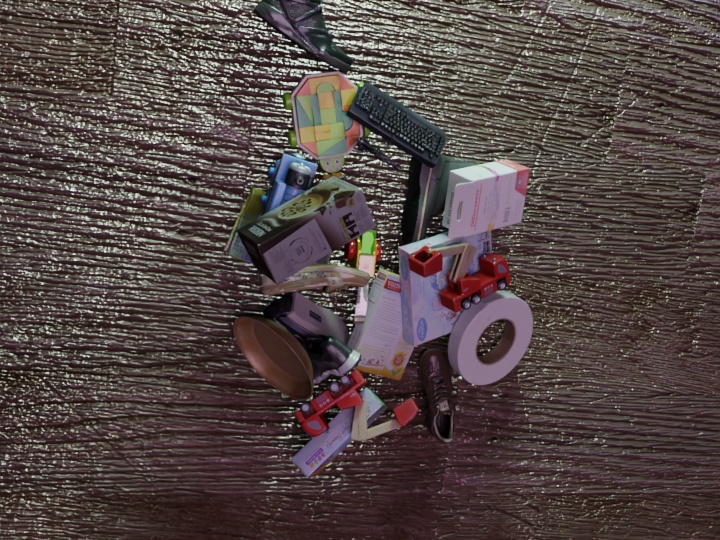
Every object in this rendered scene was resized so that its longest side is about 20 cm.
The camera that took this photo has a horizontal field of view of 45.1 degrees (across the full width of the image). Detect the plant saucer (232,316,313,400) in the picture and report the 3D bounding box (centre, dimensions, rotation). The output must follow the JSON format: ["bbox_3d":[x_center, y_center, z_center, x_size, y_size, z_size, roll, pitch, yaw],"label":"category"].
[{"bbox_3d":[-0.154,0.155,1.615,0.035,0.200,0.201,-43,113,-31],"label":"plant saucer"}]

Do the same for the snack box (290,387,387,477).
[{"bbox_3d":[-0.038,0.318,1.701,0.200,0.142,0.053,-44,80,-3],"label":"snack box"}]

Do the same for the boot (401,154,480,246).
[{"bbox_3d":[0.161,-0.127,1.691,0.138,0.077,0.201,5,103,-22],"label":"boot"}]

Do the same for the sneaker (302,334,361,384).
[{"bbox_3d":[-0.081,0.162,1.633,0.091,0.200,0.067,45,58,-13],"label":"sneaker"}]

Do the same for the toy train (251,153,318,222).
[{"bbox_3d":[-0.136,-0.112,1.560,0.086,0.114,0.201,17,98,-19],"label":"toy train"}]

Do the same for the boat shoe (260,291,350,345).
[{"bbox_3d":[-0.107,0.111,1.678,0.093,0.075,0.200,-20,136,31],"label":"boat shoe"}]

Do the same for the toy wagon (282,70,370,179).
[{"bbox_3d":[-0.059,-0.265,1.608,0.155,0.040,0.201,-10,106,-13],"label":"toy wagon"}]

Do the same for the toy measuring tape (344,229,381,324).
[{"bbox_3d":[0.000,0.000,1.669,0.073,0.074,0.201,4,94,-17],"label":"toy measuring tape"}]

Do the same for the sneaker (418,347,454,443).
[{"bbox_3d":[0.169,0.259,1.783,0.070,0.076,0.201,-13,107,-13],"label":"sneaker"}]

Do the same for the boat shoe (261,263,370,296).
[{"bbox_3d":[-0.082,0.021,1.595,0.199,0.073,0.063,3,81,-5],"label":"boat shoe"}]

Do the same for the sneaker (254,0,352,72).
[{"bbox_3d":[-0.078,-0.443,1.539,0.199,0.076,0.114,36,98,-15],"label":"sneaker"}]

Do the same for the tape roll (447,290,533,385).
[{"bbox_3d":[0.266,0.138,1.769,0.202,0.037,0.203,-15,121,-28],"label":"tape roll"}]

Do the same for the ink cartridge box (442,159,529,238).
[{"bbox_3d":[0.227,-0.138,1.661,0.200,0.067,0.117,-15,121,-36],"label":"ink cartridge box"}]

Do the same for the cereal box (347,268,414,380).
[{"bbox_3d":[0.058,0.109,1.710,0.144,0.039,0.201,20,94,-39],"label":"cereal box"}]

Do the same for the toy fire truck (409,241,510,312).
[{"bbox_3d":[0.193,-0.001,1.642,0.200,0.049,0.141,-26,120,-24],"label":"toy fire truck"}]

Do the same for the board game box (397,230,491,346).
[{"bbox_3d":[0.170,0.026,1.704,0.199,0.043,0.201,-18,117,-28],"label":"board game box"}]

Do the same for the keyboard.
[{"bbox_3d":[0.062,-0.251,1.604,0.200,0.021,0.127,28,77,-19],"label":"keyboard"}]

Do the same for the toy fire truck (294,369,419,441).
[{"bbox_3d":[-0.007,0.265,1.609,0.200,0.049,0.141,-35,78,-1],"label":"toy fire truck"}]

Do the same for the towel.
[{"bbox_3d":[-0.142,-0.060,1.643,0.200,0.023,0.144,23,97,-20],"label":"towel"}]

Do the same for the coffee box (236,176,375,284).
[{"bbox_3d":[-0.093,-0.071,1.462,0.200,0.113,0.080,-31,118,-16],"label":"coffee box"}]
